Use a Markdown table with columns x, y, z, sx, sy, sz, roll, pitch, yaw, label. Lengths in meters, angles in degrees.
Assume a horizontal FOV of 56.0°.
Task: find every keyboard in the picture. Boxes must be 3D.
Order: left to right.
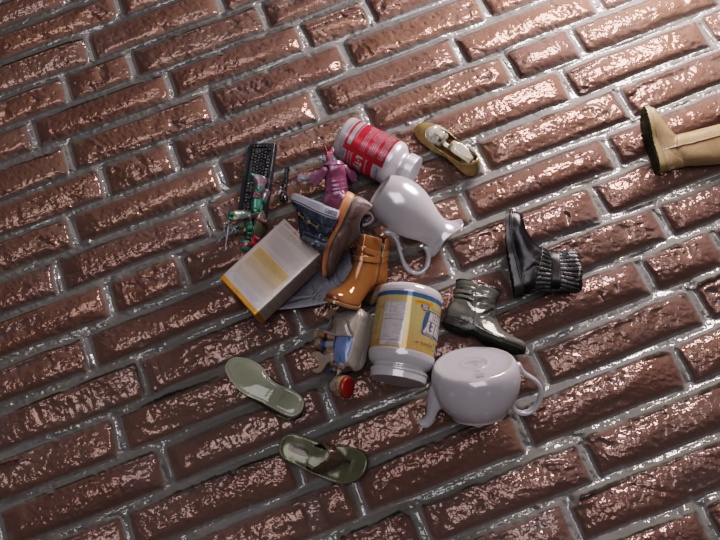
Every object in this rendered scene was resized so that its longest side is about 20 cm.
| x | y | z | sx | sy | sz | roll | pitch | yaw | label |
| --- | --- | --- | --- | --- | --- | --- | --- | --- | --- |
| -0.232 | -0.222 | 1.671 | 0.125 | 0.021 | 0.202 | 3 | 73 | 6 | keyboard |

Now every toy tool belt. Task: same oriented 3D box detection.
| x | y | z | sx | sy | sz | roll | pitch | yaw | label |
| --- | --- | --- | --- | --- | --- | --- | --- | --- | --- |
| -0.051 | 0.177 | 1.485 | 0.122 | 0.125 | 0.202 | -1 | 64 | 37 | toy tool belt |

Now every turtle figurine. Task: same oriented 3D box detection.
| x | y | z | sx | sy | sz | roll | pitch | yaw | label |
| --- | --- | --- | --- | --- | --- | --- | --- | --- | --- |
| -0.262 | -0.115 | 1.566 | 0.100 | 0.150 | 0.202 | 20 | 67 | -11 | turtle figurine |

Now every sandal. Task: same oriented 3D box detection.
| x | y | z | sx | sy | sz | roll | pitch | yaw | label |
| --- | --- | --- | --- | --- | --- | --- | --- | --- | --- |
| -0.083 | 0.398 | 1.429 | 0.199 | 0.057 | 0.081 | 12 | 73 | 9 | sandal |

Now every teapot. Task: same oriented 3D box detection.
| x | y | z | sx | sy | sz | roll | pitch | yaw | label |
| --- | --- | --- | --- | --- | --- | --- | --- | --- | --- |
| 0.246 | 0.256 | 1.406 | 0.199 | 0.196 | 0.148 | 6 | 112 | 44 | teapot |

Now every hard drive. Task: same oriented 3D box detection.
| x | y | z | sx | sy | sz | roll | pitch | yaw | label |
| --- | --- | --- | --- | --- | --- | --- | --- | --- | --- |
| -0.113 | 0.021 | 1.567 | 0.198 | 0.042 | 0.136 | -10 | 71 | 2 | hard drive |

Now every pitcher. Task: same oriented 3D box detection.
| x | y | z | sx | sy | sz | roll | pitch | yaw | label |
| --- | --- | --- | --- | --- | --- | --- | --- | --- | --- |
| 0.108 | -0.104 | 1.542 | 0.199 | 0.121 | 0.172 | 36 | 84 | -11 | pitcher |

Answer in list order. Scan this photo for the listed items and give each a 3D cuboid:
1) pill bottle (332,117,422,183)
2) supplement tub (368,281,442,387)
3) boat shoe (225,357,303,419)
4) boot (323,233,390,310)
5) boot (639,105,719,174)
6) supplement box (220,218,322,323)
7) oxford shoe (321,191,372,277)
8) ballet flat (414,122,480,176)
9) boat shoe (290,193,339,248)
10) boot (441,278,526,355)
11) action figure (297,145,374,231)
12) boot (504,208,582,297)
| x | y | z | sx | sy | sz | roll | pitch | yaw | label |
| --- | --- | --- | --- | --- | --- | --- | --- | --- | --- |
| 0.042 | -0.274 | 1.616 | 0.199 | 0.112 | 0.113 | 29 | 76 | 14 | pill bottle |
| 0.095 | 0.139 | 1.456 | 0.143 | 0.145 | 0.202 | 7 | 72 | 7 | supplement tub |
| -0.212 | 0.263 | 1.483 | 0.200 | 0.061 | 0.072 | 32 | 65 | 14 | boat shoe |
| 0.000 | 0.000 | 1.462 | 0.076 | 0.199 | 0.157 | 20 | 105 | 38 | boot |
| 0.778 | -0.321 | 1.602 | 0.198 | 0.066 | 0.177 | -12 | 83 | 1 | boot |
| -0.195 | 0.001 | 1.518 | 0.200 | 0.074 | 0.126 | -43 | 71 | -10 | supplement box |
| -0.033 | -0.068 | 1.498 | 0.072 | 0.071 | 0.202 | 21 | 109 | 1 | oxford shoe |
| 0.213 | -0.308 | 1.640 | 0.199 | 0.063 | 0.069 | 39 | 78 | 16 | ballet flat |
| -0.117 | -0.112 | 1.506 | 0.070 | 0.200 | 0.092 | 17 | 96 | -29 | boat shoe |
| 0.288 | 0.096 | 1.500 | 0.198 | 0.068 | 0.132 | 22 | 69 | 10 | boot |
| -0.061 | -0.191 | 1.575 | 0.133 | 0.149 | 0.202 | -14 | 98 | -18 | action figure |
| 0.409 | -0.044 | 1.525 | 0.156 | 0.079 | 0.214 | -9 | 81 | 9 | boot |
